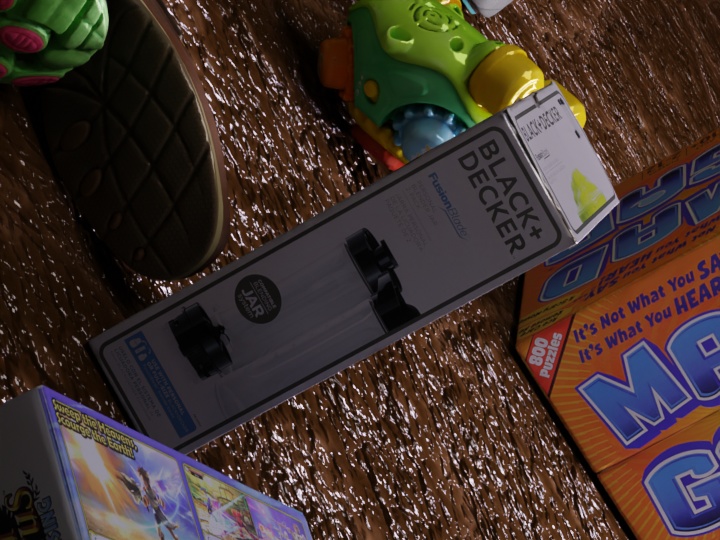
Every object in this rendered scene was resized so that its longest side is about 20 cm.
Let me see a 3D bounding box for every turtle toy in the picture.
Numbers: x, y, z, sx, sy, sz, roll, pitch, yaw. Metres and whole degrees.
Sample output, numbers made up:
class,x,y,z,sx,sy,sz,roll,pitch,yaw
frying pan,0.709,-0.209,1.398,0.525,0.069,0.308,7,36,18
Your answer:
class,x,y,z,sx,sy,sz,roll,pitch,yaw
turtle toy,0.048,-0.100,1.616,0.146,0.101,0.200,43,5,26

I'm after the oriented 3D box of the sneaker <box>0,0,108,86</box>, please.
class,x,y,z,sx,sy,sz,roll,pitch,yaw
sneaker,-0.166,-0.149,1.105,0.200,0.077,0.084,48,25,-41

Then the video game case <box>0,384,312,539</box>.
class,x,y,z,sx,sy,sz,roll,pitch,yaw
video game case,-0.057,0.152,0.992,0.200,0.045,0.182,34,33,-57

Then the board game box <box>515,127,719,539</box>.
class,x,y,z,sx,sy,sz,roll,pitch,yaw
board game box,0.237,0.044,1.775,0.200,0.199,0.200,57,16,-14

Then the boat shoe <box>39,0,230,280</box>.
class,x,y,z,sx,sy,sz,roll,pitch,yaw
boat shoe,-0.102,-0.087,1.201,0.200,0.072,0.068,64,18,16

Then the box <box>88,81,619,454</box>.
class,x,y,z,sx,sy,sz,roll,pitch,yaw
box,0.000,0.000,1.140,0.060,0.200,0.117,60,16,-2

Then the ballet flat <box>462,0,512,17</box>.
class,x,y,z,sx,sy,sz,roll,pitch,yaw
ballet flat,0.061,-0.259,1.985,0.200,0.064,0.068,45,22,-42
